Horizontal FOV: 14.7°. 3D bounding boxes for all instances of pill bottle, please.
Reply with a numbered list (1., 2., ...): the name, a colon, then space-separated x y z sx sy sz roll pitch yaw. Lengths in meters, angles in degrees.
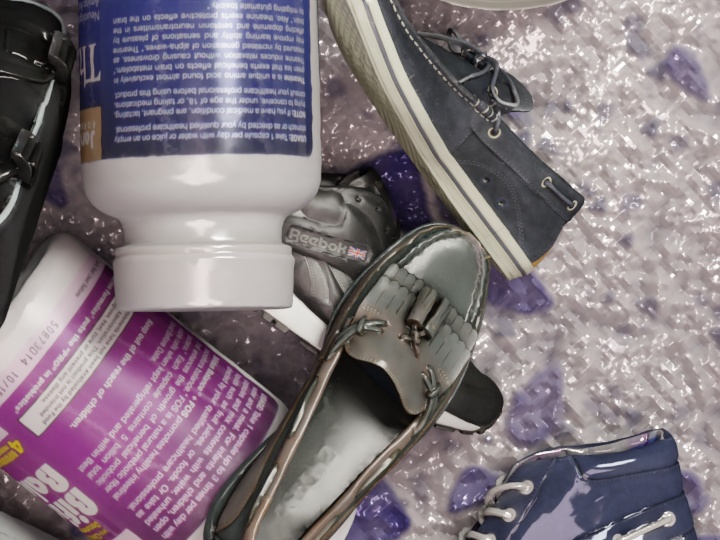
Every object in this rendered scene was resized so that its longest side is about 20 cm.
1. pill bottle: -0.074 -0.082 1.277 0.110 0.111 0.201 -1 88 -1
2. pill bottle: -0.102 0.083 1.356 0.200 0.112 0.112 39 101 -10

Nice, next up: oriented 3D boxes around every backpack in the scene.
1. backpack: -0.244 -0.052 1.283 0.199 0.178 0.151 14 135 -3

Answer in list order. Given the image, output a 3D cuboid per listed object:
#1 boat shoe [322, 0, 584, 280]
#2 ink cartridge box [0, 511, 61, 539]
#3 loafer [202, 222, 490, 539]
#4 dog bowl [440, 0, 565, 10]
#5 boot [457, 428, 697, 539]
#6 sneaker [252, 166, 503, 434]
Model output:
1. boat shoe: 0.044 -0.080 1.320 0.062 0.075 0.200 -38 124 -1
2. ink cartridge box: -0.169 0.231 1.332 0.145 0.200 0.144 -48 133 11
3. loafer: 0.003 0.064 1.295 0.072 0.063 0.200 36 79 -9
4. dog bowl: 0.065 -0.225 1.303 0.199 0.059 0.201 0 106 0
5. boot: 0.071 0.141 1.403 0.199 0.073 0.091 -12 98 -6
6. sneaker: 0.000 0.000 1.357 0.200 0.076 0.088 35 97 -9
